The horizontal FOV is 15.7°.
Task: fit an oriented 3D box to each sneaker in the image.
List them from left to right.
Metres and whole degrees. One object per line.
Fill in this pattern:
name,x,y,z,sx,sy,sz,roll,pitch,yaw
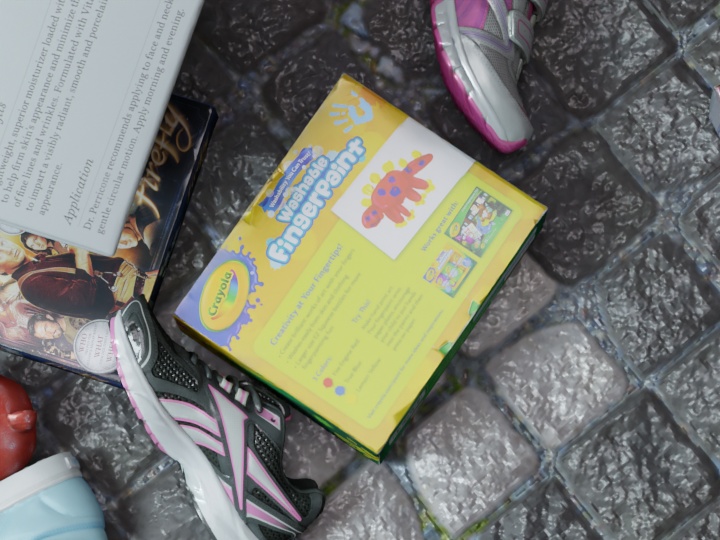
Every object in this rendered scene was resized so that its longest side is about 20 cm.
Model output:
sneaker,-0.256,0.201,1.701,0.200,0.074,0.082,-32,77,-3
sneaker,-0.092,0.096,1.703,0.086,0.080,0.200,-31,105,-3
sneaker,0.089,-0.179,1.753,0.088,0.081,0.200,-15,80,0

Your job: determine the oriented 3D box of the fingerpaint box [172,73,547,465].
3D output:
fingerpaint box,0.000,0.000,1.733,0.167,0.073,0.200,33,81,6

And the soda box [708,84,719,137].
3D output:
soda box,0.338,-0.130,1.754,0.200,0.063,0.070,-26,79,-3

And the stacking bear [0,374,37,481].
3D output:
stacking bear,-0.311,0.112,1.705,0.200,0.121,0.114,-10,71,-9

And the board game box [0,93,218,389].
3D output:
board game box,-0.192,-0.035,1.764,0.135,0.035,0.200,17,80,5

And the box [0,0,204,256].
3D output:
box,-0.186,-0.139,1.625,0.131,0.200,0.199,18,103,-12
